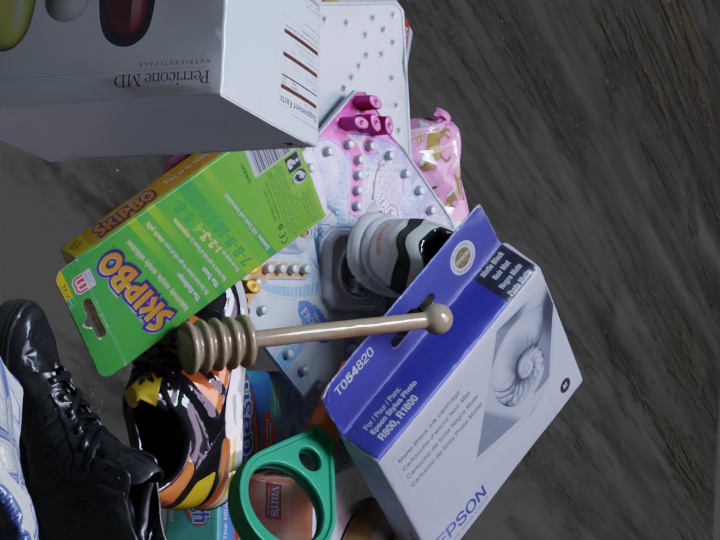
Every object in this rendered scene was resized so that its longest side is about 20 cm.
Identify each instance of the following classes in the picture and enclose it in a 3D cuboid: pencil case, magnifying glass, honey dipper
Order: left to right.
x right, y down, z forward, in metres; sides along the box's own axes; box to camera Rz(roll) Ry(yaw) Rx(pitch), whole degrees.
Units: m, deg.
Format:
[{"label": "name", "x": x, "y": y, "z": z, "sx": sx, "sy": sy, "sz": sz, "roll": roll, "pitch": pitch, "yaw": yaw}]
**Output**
[{"label": "magnifying glass", "x": -0.037, "y": 0.132, "z": 1.549, "sx": 0.080, "sy": 0.022, "sz": 0.200, "roll": 41, "pitch": 41, "yaw": -9}, {"label": "honey dipper", "x": -0.028, "y": 0.042, "z": 1.500, "sx": 0.038, "sy": 0.199, "sz": 0.038, "roll": -6, "pitch": -90, "yaw": 65}, {"label": "pencil case", "x": 0.054, "y": -0.027, "z": 1.774, "sx": 0.086, "sy": 0.083, "sz": 0.201, "roll": -15, "pitch": 96, "yaw": -29}]

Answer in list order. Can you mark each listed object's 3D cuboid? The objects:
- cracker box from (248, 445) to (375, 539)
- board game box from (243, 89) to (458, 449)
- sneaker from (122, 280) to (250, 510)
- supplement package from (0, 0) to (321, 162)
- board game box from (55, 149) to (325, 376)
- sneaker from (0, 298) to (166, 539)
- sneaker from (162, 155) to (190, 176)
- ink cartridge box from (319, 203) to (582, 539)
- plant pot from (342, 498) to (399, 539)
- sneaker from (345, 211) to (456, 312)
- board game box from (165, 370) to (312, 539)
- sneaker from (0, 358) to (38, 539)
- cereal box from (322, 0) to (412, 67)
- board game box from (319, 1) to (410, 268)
[{"label": "cracker box", "x": -0.026, "y": 0.209, "z": 1.655, "sx": 0.200, "sy": 0.058, "sz": 0.134, "roll": -7, "pitch": 100, "yaw": -70}, {"label": "board game box", "x": 0.000, "y": 0.000, "z": 1.655, "sx": 0.200, "sy": 0.026, "sz": 0.200, "roll": -51, "pitch": 121, "yaw": -26}, {"label": "sneaker", "x": -0.126, "y": 0.066, "z": 1.500, "sx": 0.090, "sy": 0.070, "sz": 0.201, "roll": 7, "pitch": 79, "yaw": -62}, {"label": "supplement package", "x": -0.135, "y": -0.180, "z": 1.312, "sx": 0.147, "sy": 0.191, "sz": 0.201, "roll": 24, "pitch": 66, "yaw": -68}, {"label": "board game box", "x": -0.116, "y": -0.021, "z": 1.464, "sx": 0.200, "sy": 0.030, "sz": 0.096, "roll": -39, "pitch": 130, "yaw": -24}, {"label": "sneaker", "x": -0.165, "y": 0.115, "z": 1.335, "sx": 0.060, "sy": 0.104, "sz": 0.201, "roll": -22, "pitch": 109, "yaw": -68}, {"label": "sneaker", "x": -0.105, "y": -0.132, "z": 1.518, "sx": 0.079, "sy": 0.095, "sz": 0.200, "roll": -49, "pitch": 124, "yaw": -58}, {"label": "ink cartridge box", "x": 0.073, "y": 0.087, "z": 1.602, "sx": 0.200, "sy": 0.041, "sz": 0.200, "roll": -50, "pitch": 139, "yaw": -20}, {"label": "plant pot", "x": 0.014, "y": 0.274, "z": 1.658, "sx": 0.200, "sy": 0.027, "sz": 0.201, "roll": 6, "pitch": 90, "yaw": -70}, {"label": "sneaker", "x": 0.081, "y": 0.015, "z": 1.656, "sx": 0.200, "sy": 0.080, "sz": 0.074, "roll": 24, "pitch": 75, "yaw": -40}, {"label": "board game box", "x": -0.085, "y": 0.150, "z": 1.639, "sx": 0.200, "sy": 0.045, "sz": 0.153, "roll": 7, "pitch": 84, "yaw": -70}, {"label": "sneaker", "x": -0.214, "y": 0.103, "z": 1.244, "sx": 0.088, "sy": 0.075, "sz": 0.201, "roll": -56, "pitch": 141, "yaw": -59}, {"label": "cereal box", "x": -0.008, "y": -0.203, "z": 1.892, "sx": 0.200, "sy": 0.039, "sz": 0.144, "roll": 59, "pitch": 35, "yaw": -55}, {"label": "board game box", "x": -0.045, "y": -0.102, "z": 1.657, "sx": 0.200, "sy": 0.026, "sz": 0.201, "roll": -7, "pitch": 95, "yaw": -40}]
